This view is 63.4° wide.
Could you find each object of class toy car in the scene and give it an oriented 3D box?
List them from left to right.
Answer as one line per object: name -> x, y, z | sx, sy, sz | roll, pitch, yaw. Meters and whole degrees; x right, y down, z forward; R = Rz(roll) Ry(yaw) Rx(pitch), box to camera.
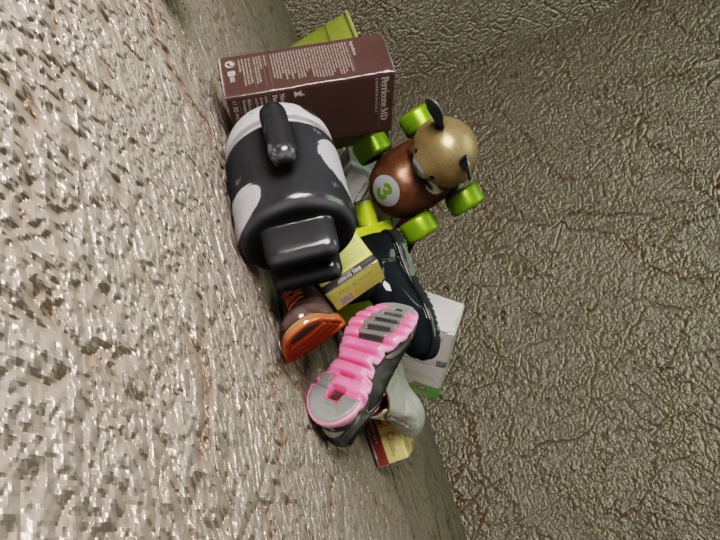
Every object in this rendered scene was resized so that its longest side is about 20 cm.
toy car -> 0.093, -0.145, 0.776 | 0.165, 0.157, 0.200 | 59, -7, 0

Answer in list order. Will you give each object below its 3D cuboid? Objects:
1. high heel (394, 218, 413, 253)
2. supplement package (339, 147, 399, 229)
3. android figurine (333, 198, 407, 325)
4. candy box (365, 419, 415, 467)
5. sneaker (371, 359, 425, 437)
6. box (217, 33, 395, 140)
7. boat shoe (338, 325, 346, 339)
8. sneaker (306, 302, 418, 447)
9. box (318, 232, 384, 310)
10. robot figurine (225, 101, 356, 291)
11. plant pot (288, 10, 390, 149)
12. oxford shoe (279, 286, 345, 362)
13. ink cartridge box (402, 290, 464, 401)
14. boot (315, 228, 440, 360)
high heel -> 0.041, -0.010, 0.995 | 0.096, 0.067, 0.201 | -94, -163, -50
supplement package -> -0.015, -0.103, 0.996 | 0.110, 0.156, 0.200 | 30, 17, -13
android figurine -> 0.000, 0.000, 0.864 | 0.041, 0.181, 0.201 | 6, -67, 60
candy box -> 0.049, 0.268, 1.023 | 0.200, 0.055, 0.116 | 53, 18, -76
sneaker -> 0.035, 0.195, 0.849 | 0.085, 0.072, 0.201 | -53, 135, -34
box -> -0.062, -0.212, 0.710 | 0.100, 0.199, 0.075 | 88, -13, -60
boat shoe -> -0.028, 0.040, 1.017 | 0.201, 0.061, 0.073 | -104, 173, -48
sneaker -> 0.009, 0.123, 0.694 | 0.200, 0.079, 0.096 | -50, 141, -36
box -> -0.055, -0.052, 0.720 | 0.200, 0.075, 0.050 | 54, -5, 28
robot figurine -> -0.072, -0.080, 0.605 | 0.124, 0.150, 0.201 | 11, 49, -37
plant pot -> -0.075, -0.268, 0.914 | 0.200, 0.192, 0.202 | -20, 90, -85
oxford shoe -> -0.065, 0.049, 0.627 | 0.073, 0.071, 0.200 | 54, -3, 5
ink cartridge box -> 0.098, 0.130, 1.071 | 0.201, 0.145, 0.085 | 96, 18, -44
boot -> 0.002, 0.040, 0.781 | 0.076, 0.167, 0.201 | -42, -118, 56
